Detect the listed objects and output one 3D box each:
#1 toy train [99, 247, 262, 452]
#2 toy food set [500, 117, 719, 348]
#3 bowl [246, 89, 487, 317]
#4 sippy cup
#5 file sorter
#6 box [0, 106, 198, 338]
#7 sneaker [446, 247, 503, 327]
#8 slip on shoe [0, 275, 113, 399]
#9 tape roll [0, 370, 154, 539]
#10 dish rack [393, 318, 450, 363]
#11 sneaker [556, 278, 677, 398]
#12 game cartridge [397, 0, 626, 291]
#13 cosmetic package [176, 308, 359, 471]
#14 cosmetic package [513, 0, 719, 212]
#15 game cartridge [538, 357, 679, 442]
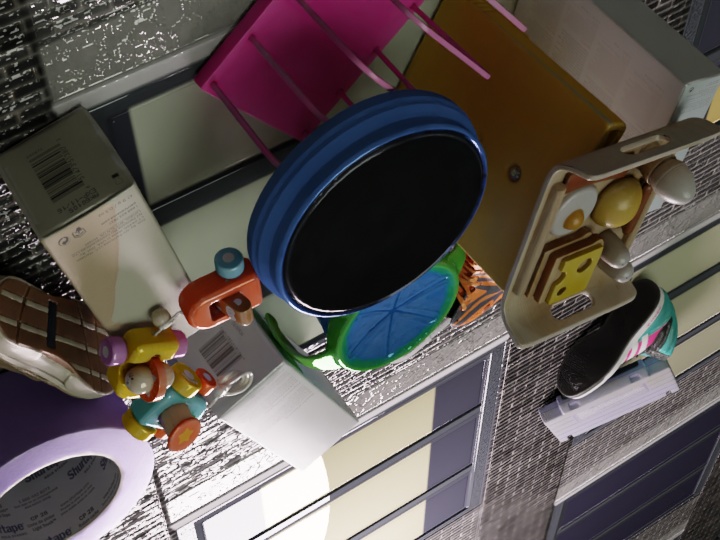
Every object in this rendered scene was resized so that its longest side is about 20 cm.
[{"bbox_3d":[-0.127,0.076,0.980,0.150,0.056,0.200,-23,146,-21],"label":"toy train"},{"bbox_3d":[0.201,-0.026,0.983,0.143,0.060,0.200,-21,144,-30],"label":"toy food set"},{"bbox_3d":[0.011,-0.044,0.923,0.200,0.039,0.201,-26,146,-19],"label":"bowl"},{"bbox_3d":[0.000,0.000,1.124,0.177,0.130,0.140,-17,144,-32],"label":"sippy cup"},{"bbox_3d":[0.007,-0.162,0.927,0.200,0.125,0.139,-48,148,14],"label":"file sorter"},{"bbox_3d":[-0.190,-0.019,0.933,0.078,0.095,0.200,-33,147,-9],"label":"box"},{"bbox_3d":[0.109,-0.002,1.209,0.112,0.078,0.200,-40,149,-2],"label":"sneaker"},{"bbox_3d":[-0.263,0.057,0.987,0.060,0.076,0.200,-7,162,17],"label":"slip on shoe"},{"bbox_3d":[-0.291,0.179,1.088,0.200,0.085,0.200,-28,147,-20],"label":"tape roll"},{"bbox_3d":[0.078,0.000,1.293,0.200,0.044,0.172,-39,148,-1],"label":"dish rack"},{"bbox_3d":[0.370,0.108,1.715,0.200,0.084,0.121,-50,138,14],"label":"sneaker"},{"bbox_3d":[0.107,-0.112,1.026,0.032,0.200,0.177,-7,137,-43],"label":"game cartridge"},{"bbox_3d":[-0.092,0.110,1.192,0.085,0.108,0.200,-41,151,1],"label":"cosmetic package"},{"bbox_3d":[0.206,-0.166,1.063,0.052,0.200,0.151,-18,144,-30],"label":"cosmetic package"},{"bbox_3d":[0.369,0.188,1.812,0.200,0.038,0.130,-26,148,10],"label":"game cartridge"}]
